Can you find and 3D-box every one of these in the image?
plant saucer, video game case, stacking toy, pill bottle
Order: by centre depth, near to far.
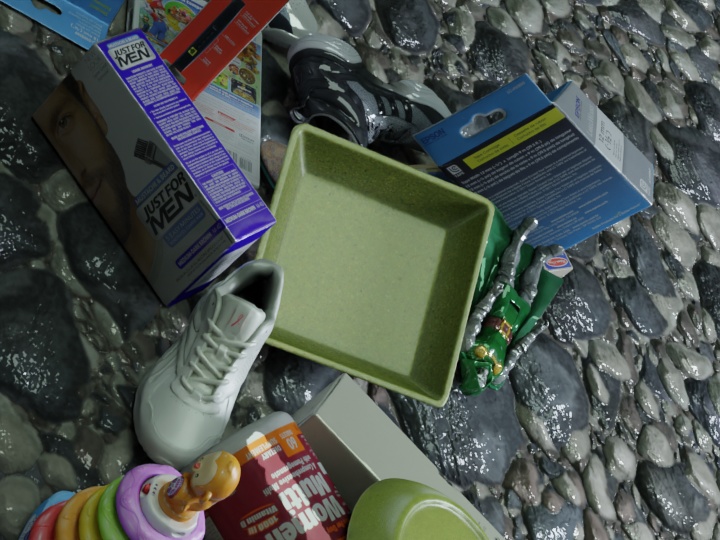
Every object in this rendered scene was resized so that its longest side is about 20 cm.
[{"bbox_3d":[-0.147,0.177,1.321,0.110,0.200,0.116,38,40,-16],"label":"stacking toy"},{"bbox_3d":[0.064,0.248,1.460,0.200,0.031,0.201,37,40,-38],"label":"plant saucer"},{"bbox_3d":[-0.049,0.217,1.460,0.109,0.109,0.201,-22,76,-51],"label":"pill bottle"},{"bbox_3d":[0.000,0.000,1.678,0.199,0.048,0.201,21,69,-15],"label":"plant saucer"},{"bbox_3d":[-0.152,-0.174,1.756,0.143,0.018,0.201,25,44,-29],"label":"video game case"}]

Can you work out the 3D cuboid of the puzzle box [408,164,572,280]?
[{"bbox_3d":[0.118,-0.045,1.914,0.199,0.025,0.134,-6,65,-48],"label":"puzzle box"}]

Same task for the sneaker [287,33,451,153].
[{"bbox_3d":[0.008,-0.136,1.847,0.199,0.075,0.114,29,50,-29],"label":"sneaker"}]

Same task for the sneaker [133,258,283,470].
[{"bbox_3d":[-0.116,0.064,1.513,0.078,0.099,0.201,27,51,-7],"label":"sneaker"}]

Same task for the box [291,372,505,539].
[{"bbox_3d":[0.020,0.188,1.579,0.200,0.082,0.068,48,38,-5],"label":"box"}]

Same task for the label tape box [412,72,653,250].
[{"bbox_3d":[0.168,-0.113,1.857,0.200,0.143,0.066,43,38,-27],"label":"label tape box"}]

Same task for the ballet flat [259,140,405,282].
[{"bbox_3d":[-0.014,-0.050,1.752,0.200,0.067,0.068,54,29,5],"label":"ballet flat"}]

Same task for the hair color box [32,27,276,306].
[{"bbox_3d":[-0.171,-0.085,1.588,0.200,0.109,0.065,55,39,7],"label":"hair color box"}]

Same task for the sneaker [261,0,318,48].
[{"bbox_3d":[-0.083,-0.321,1.856,0.079,0.130,0.200,-21,75,-50],"label":"sneaker"}]

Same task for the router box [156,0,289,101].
[{"bbox_3d":[-0.087,-0.241,1.667,0.049,0.179,0.200,44,16,-7],"label":"router box"}]

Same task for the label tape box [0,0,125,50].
[{"bbox_3d":[-0.262,-0.308,1.720,0.144,0.063,0.201,28,43,-26],"label":"label tape box"}]

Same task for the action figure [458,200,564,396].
[{"bbox_3d":[0.135,0.041,1.824,0.118,0.055,0.201,42,52,-22],"label":"action figure"}]
